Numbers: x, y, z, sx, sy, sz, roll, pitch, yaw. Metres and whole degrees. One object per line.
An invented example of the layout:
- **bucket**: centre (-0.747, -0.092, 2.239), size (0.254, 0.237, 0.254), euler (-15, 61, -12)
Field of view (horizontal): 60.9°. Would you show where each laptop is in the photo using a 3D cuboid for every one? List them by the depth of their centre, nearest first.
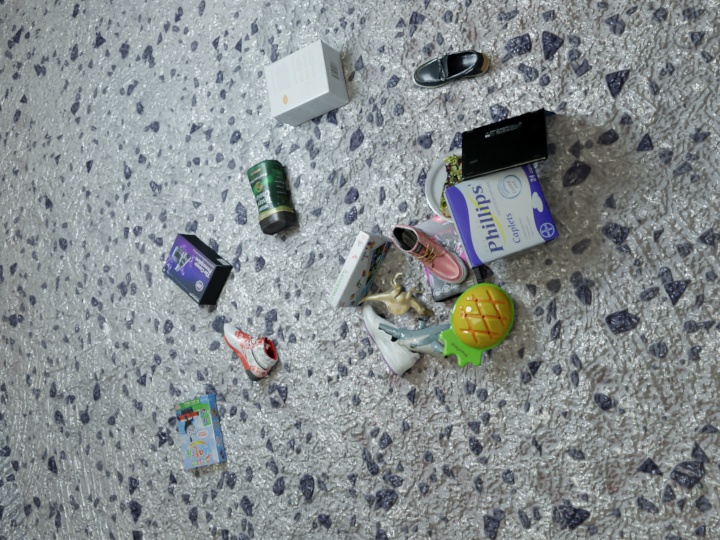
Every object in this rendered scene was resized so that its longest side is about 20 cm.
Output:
- **laptop**: centre (0.330, -0.276, 1.351), size (0.185, 0.116, 0.203), euler (-11, 60, 30)

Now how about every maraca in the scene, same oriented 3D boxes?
- **maraca**: centre (0.266, 0.124, 1.400), size (0.136, 0.107, 0.201), euler (35, 91, 13)

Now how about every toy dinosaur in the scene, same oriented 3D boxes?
- **toy dinosaur**: centre (0.088, 0.060, 1.530), size (0.197, 0.058, 0.102), euler (11, 75, 15)

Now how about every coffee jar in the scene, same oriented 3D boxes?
- **coffee jar**: centre (-0.255, -0.207, 1.756), size (0.103, 0.085, 0.203), euler (-23, 76, 28)

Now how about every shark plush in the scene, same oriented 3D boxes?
- **shark plush**: centre (0.144, 0.156, 1.490), size (0.197, 0.091, 0.084), euler (7, 76, 21)

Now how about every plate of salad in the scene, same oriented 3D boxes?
- **plate of salad**: centre (0.248, -0.206, 1.445), size (0.197, 0.048, 0.203), euler (-6, 69, 15)

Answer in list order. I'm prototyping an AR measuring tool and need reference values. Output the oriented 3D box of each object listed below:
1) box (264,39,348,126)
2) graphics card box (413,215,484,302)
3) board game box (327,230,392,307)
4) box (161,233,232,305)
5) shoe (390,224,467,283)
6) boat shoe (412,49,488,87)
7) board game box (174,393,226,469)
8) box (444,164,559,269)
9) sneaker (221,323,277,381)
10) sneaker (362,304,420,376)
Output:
- **box**: centre (-0.151, -0.513, 1.698), size (0.198, 0.106, 0.155), euler (-15, 80, 29)
- **graphics card box**: centre (0.212, -0.035, 1.485), size (0.124, 0.051, 0.203), euler (-21, 78, 28)
- **board game box**: centre (0.000, 0.000, 1.566), size (0.034, 0.126, 0.202), euler (32, 103, 28)
- **box**: centre (-0.509, -0.004, 1.904), size (0.199, 0.079, 0.142), euler (35, 107, 28)
- **shoe**: centre (0.156, -0.039, 1.436), size (0.200, 0.091, 0.072), euler (42, 108, 27)
- **boat shoe**: centre (0.214, -0.499, 1.504), size (0.198, 0.062, 0.076), euler (-1, 89, 32)
- **board game box**: centre (-0.495, 0.497, 1.887), size (0.150, 0.036, 0.203), euler (-20, 78, 28)
- **box**: centre (0.306, -0.121, 1.351), size (0.198, 0.105, 0.186), euler (-21, 87, 8)
- **sneaker**: centre (-0.317, 0.210, 1.781), size (0.108, 0.067, 0.202), euler (-43, 70, 20)
- **sneaker**: centre (0.078, 0.163, 1.554), size (0.099, 0.075, 0.201), euler (-34, 69, 4)
